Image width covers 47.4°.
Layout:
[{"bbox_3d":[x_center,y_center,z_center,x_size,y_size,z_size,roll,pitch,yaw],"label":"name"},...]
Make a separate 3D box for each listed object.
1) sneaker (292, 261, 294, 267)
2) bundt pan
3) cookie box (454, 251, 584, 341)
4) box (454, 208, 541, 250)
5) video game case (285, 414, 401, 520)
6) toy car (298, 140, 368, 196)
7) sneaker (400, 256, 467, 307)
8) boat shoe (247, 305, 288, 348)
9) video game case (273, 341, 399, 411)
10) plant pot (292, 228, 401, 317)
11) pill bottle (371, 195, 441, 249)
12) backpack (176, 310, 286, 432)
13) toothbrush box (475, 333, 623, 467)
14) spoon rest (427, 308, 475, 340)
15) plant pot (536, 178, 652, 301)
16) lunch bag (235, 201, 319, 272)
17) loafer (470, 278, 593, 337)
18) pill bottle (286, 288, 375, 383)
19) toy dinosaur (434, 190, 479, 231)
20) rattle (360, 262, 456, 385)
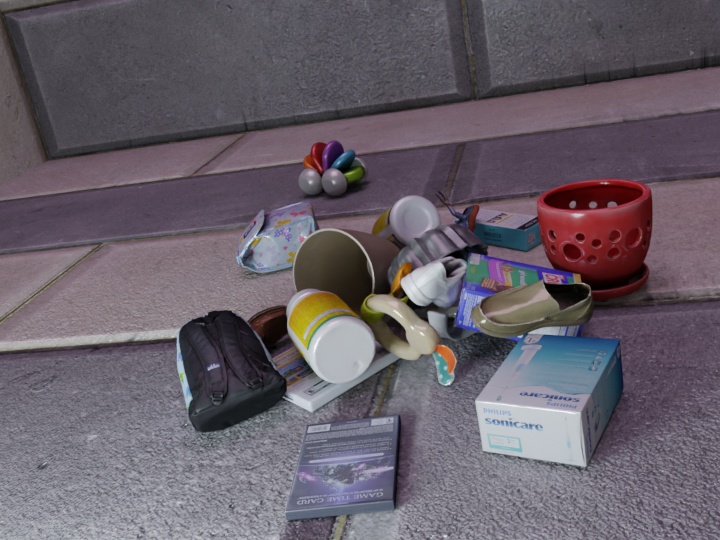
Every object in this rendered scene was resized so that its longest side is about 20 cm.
[{"bbox_3d":[-0.074,-0.017,1.816,0.200,0.075,0.087,-11,8,-32],"label":"sneaker"},{"bbox_3d":[0.132,-0.013,1.509,0.202,0.202,0.076,-22,66,-27],"label":"bundt pan"},{"bbox_3d":[0.269,0.049,1.380,0.199,0.075,0.171,13,24,6],"label":"cookie box"},{"bbox_3d":[0.313,-0.093,1.828,0.082,0.049,0.200,-28,27,-35],"label":"box"},{"bbox_3d":[-0.018,0.266,1.127,0.142,0.019,0.200,-8,22,8],"label":"video game case"},{"bbox_3d":[-0.085,-0.312,2.437,0.200,0.150,0.175,6,26,36],"label":"toy car"},{"bbox_3d":[0.143,0.010,1.342,0.088,0.075,0.200,-41,-12,20],"label":"sneaker"},{"bbox_3d":[-0.195,0.134,1.487,0.200,0.072,0.068,-32,32,-22],"label":"boat shoe"},{"bbox_3d":[-0.064,0.163,1.404,0.200,0.023,0.182,-27,27,-34],"label":"video game case"},{"bbox_3d":[0.000,0.000,1.604,0.187,0.188,0.200,3,10,32],"label":"plant pot"},{"bbox_3d":[0.087,-0.081,1.745,0.112,0.112,0.200,-19,-6,-20],"label":"pill bottle"},{"bbox_3d":[-0.225,0.156,1.332,0.163,0.154,0.200,-22,59,-17],"label":"backpack"},{"bbox_3d":[0.266,0.171,1.133,0.146,0.086,0.200,1,23,31],"label":"toothbrush box"},{"bbox_3d":[0.193,0.081,1.457,0.099,0.061,0.200,11,17,41],"label":"spoon rest"},{"bbox_3d":[0.430,-0.056,1.493,0.200,0.183,0.201,-10,22,4],"label":"plant pot"},{"bbox_3d":[-0.197,-0.080,1.945,0.199,0.127,0.170,-18,19,1],"label":"lunch bag"},{"bbox_3d":[0.264,0.050,1.246,0.199,0.068,0.076,-8,47,-14],"label":"loafer"},{"bbox_3d":[-0.058,0.100,1.373,0.112,0.113,0.200,-17,22,-16],"label":"pill bottle"},{"bbox_3d":[0.220,-0.074,1.770,0.181,0.105,0.200,-35,65,-30],"label":"toy dinosaur"},{"bbox_3d":[0.110,0.085,1.341,0.200,0.131,0.143,20,34,36],"label":"rattle"}]
